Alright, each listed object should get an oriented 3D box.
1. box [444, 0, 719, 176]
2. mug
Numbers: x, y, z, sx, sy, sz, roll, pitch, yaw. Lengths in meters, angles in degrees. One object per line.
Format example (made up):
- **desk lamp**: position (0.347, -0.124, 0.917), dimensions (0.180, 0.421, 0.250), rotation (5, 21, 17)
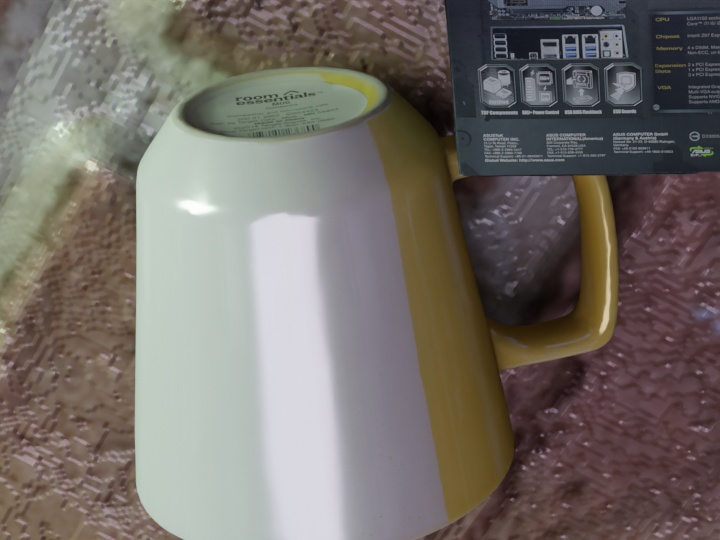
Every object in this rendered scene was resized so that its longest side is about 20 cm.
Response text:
- **box**: position (0.127, -0.111, 0.799), dimensions (0.200, 0.051, 0.158), rotation (-1, 123, 9)
- **mug**: position (-0.010, 0.000, 0.913), dimensions (0.149, 0.187, 0.153), rotation (13, 120, 39)
